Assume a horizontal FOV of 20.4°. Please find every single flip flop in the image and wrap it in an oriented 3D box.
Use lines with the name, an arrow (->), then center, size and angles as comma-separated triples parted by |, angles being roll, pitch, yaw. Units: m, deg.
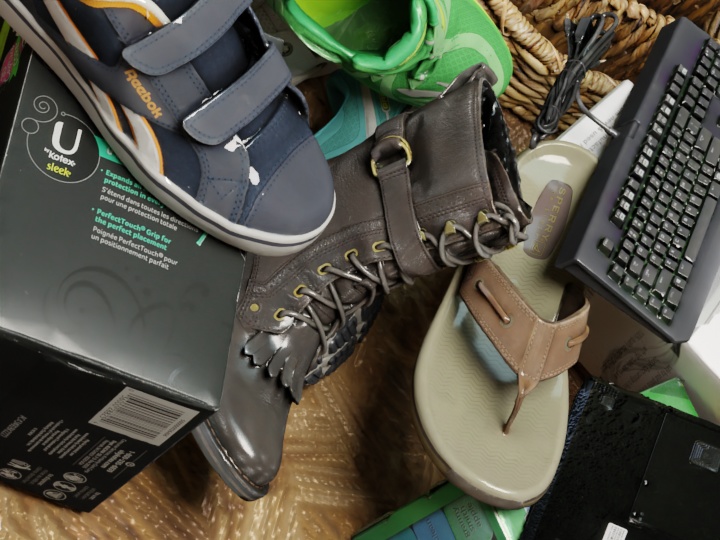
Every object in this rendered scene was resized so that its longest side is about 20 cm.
flip flop -> 0.081, 0.017, 0.955 | 0.081, 0.058, 0.201 | 24, 63, -4

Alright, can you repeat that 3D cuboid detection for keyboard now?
keyboard -> 0.141, -0.064, 1.002 | 0.127, 0.021, 0.201 | 34, 47, -6

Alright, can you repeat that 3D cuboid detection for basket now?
basket -> 0.145, -0.175, 1.192 | 0.199, 0.149, 0.144 | 23, 56, -25

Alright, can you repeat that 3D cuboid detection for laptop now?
laptop -> 0.165, 0.178, 0.957 | 0.198, 0.104, 0.178 | 21, 52, 8

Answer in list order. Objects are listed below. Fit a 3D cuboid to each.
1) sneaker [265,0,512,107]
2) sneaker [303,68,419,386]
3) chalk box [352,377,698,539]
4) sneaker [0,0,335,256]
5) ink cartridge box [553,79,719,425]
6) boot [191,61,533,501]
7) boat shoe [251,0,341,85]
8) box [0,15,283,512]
sneaker -> 0.009, -0.119, 0.992 | 0.199, 0.074, 0.084 | 27, 25, -46
sneaker -> -0.014, -0.025, 1.070 | 0.079, 0.078, 0.201 | 17, 57, 7
chalk box -> 0.088, 0.154, 1.002 | 0.199, 0.124, 0.126 | -19, 79, -40
sneaker -> -0.078, -0.092, 0.846 | 0.200, 0.079, 0.079 | 43, 50, -9
ink cartridge box -> 0.168, 0.016, 1.084 | 0.084, 0.145, 0.200 | -40, 83, -16
boot -> 0.000, 0.000, 0.950 | 0.069, 0.173, 0.201 | 45, 35, -47
boat shoe -> -0.055, -0.129, 1.081 | 0.199, 0.069, 0.071 | -31, 87, -40
box -> -0.132, -0.018, 0.919 | 0.124, 0.148, 0.202 | 22, 56, -23
